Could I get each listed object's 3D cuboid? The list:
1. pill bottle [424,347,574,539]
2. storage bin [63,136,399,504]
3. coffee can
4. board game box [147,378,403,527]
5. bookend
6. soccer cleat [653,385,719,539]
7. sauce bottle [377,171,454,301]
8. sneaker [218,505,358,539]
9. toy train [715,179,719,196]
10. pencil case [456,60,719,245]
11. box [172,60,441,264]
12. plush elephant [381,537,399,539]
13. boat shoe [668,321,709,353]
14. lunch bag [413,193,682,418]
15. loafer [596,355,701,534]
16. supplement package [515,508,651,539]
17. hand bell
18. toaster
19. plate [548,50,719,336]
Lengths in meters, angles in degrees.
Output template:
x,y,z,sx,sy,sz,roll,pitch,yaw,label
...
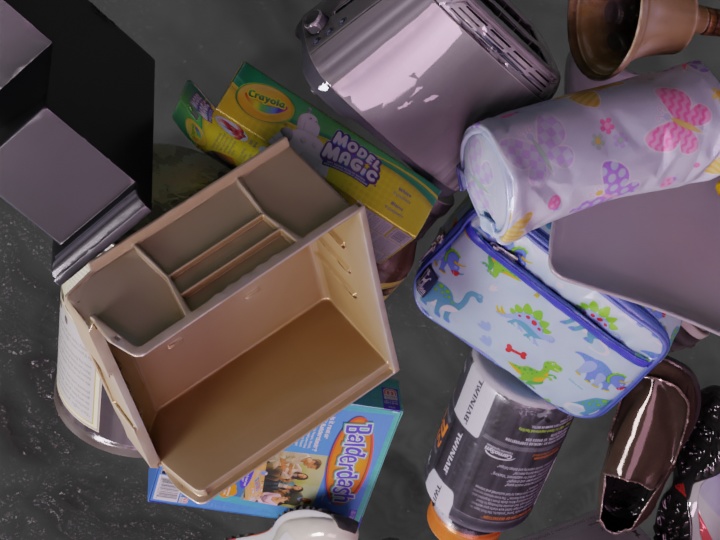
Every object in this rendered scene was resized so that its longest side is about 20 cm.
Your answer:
x,y,z,sx,sy,sz,roll,pitch,yaw,label
0.118,0.155,1.491,0.105,0.107,0.201,9,126,-13,pill bottle
-0.088,0.042,1.214,0.198,0.094,0.201,-34,146,-15,storage bin
-0.165,0.024,1.335,0.144,0.147,0.202,3,127,-8,coffee can
-0.077,0.151,1.506,0.198,0.045,0.153,11,126,-13,board game box
-0.242,-0.130,1.177,0.092,0.201,0.198,-36,123,20,bookend
0.326,0.185,1.573,0.072,0.068,0.202,-13,127,-28,soccer cleat
0.000,0.000,1.387,0.064,0.065,0.200,28,121,-25,sauce bottle
-0.071,0.279,1.536,0.070,0.094,0.199,24,145,-35,sneaker
0.337,-0.123,1.277,0.149,0.055,0.202,-11,114,-32,toy train
0.171,-0.085,1.218,0.198,0.083,0.092,-18,100,-16,pencil case
-0.046,-0.084,1.267,0.199,0.049,0.117,31,165,-7,box
-0.026,0.367,1.609,0.199,0.165,0.156,-13,119,41,plush elephant
0.212,0.007,1.412,0.057,0.067,0.200,-35,120,28,boat shoe
0.150,0.016,1.351,0.199,0.083,0.161,38,140,-4,lunch bag
0.255,0.163,1.521,0.072,0.071,0.202,16,129,15,loafer
0.179,0.329,1.576,0.198,0.111,0.157,-13,136,-36,supplement package
0.266,-0.187,1.275,0.198,0.105,0.105,2,128,-23,hand bell
0.057,-0.149,1.250,0.129,0.114,0.200,-40,121,20,toaster
0.229,-0.051,1.308,0.198,0.202,0.032,19,151,-20,plate
